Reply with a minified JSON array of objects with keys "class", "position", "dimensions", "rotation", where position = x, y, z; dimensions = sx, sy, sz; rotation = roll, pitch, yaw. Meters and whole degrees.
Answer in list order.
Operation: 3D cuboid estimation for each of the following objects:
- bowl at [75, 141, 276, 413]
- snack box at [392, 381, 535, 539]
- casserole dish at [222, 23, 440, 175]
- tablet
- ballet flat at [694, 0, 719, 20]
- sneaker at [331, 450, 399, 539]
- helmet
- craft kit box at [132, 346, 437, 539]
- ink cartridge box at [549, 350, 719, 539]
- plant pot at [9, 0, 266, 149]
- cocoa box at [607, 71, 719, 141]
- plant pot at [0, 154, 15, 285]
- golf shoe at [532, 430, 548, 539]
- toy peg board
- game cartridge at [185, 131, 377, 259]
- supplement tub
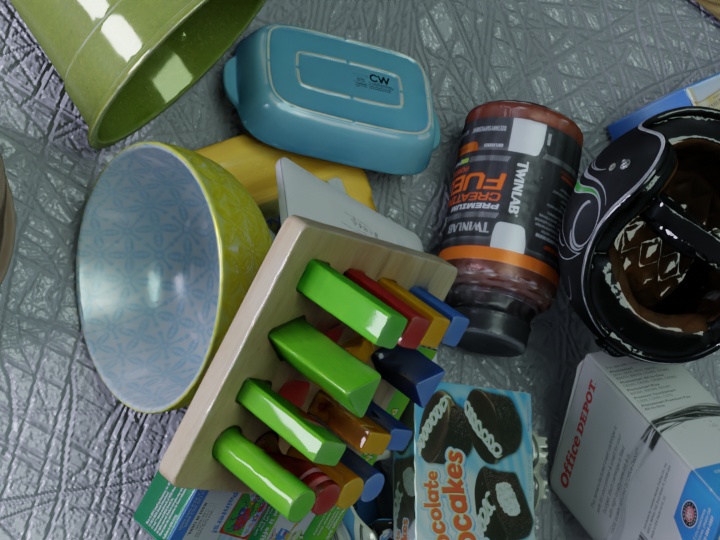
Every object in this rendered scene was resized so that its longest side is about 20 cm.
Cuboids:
[{"class":"bowl","position":[-0.119,0.005,1.442],"dimensions":[0.107,0.199,0.203],"rotation":[-1,79,-39]},{"class":"snack box","position":[0.082,0.192,1.503],"dimensions":[0.115,0.037,0.202],"rotation":[9,72,-30]},{"class":"casserole dish","position":[-0.016,-0.146,1.578],"dimensions":[0.198,0.039,0.122],"rotation":[12,52,-23]},{"class":"tablet","position":[0.000,0.000,1.514],"dimensions":[0.199,0.014,0.131],"rotation":[28,49,-49]},{"class":"ballet flat","position":[0.370,-0.250,1.793],"dimensions":[0.199,0.063,0.069],"rotation":[29,67,-18]},{"class":"sneaker","position":[0.016,0.234,1.519],"dimensions":[0.071,0.072,0.202],"rotation":[-11,85,-28]},{"class":"helmet","position":[0.254,-0.028,1.543],"dimensions":[0.198,0.191,0.202],"rotation":[3,109,8]},{"class":"craft kit box","position":[-0.052,0.119,1.423],"dimensions":[0.197,0.048,0.201],"rotation":[21,101,-53]},{"class":"ink cartridge box","position":[0.249,0.175,1.549],"dimensions":[0.083,0.147,0.200],"rotation":[-8,39,-27]},{"class":"plant pot","position":[-0.197,-0.230,1.466],"dimensions":[0.190,0.200,0.200],"rotation":[46,64,4]},{"class":"cocoa box","position":[0.350,-0.118,1.716],"dimensions":[0.199,0.133,0.132],"rotation":[-23,90,-28]},{"class":"plant pot","position":[-0.326,-0.050,1.357],"dimensions":[0.198,0.174,0.203],"rotation":[6,76,-25]},{"class":"golf shoe","position":[0.105,0.229,1.574],"dimensions":[0.096,0.078,0.202],"rotation":[1,73,-8]},{"class":"toy peg board","position":[-0.006,0.087,1.330],"dimensions":[0.198,0.098,0.201],"rotation":[15,106,-54]},{"class":"game cartridge","position":[-0.058,-0.018,1.557],"dimensions":[0.175,0.032,0.202],"rotation":[-21,90,-28]},{"class":"supplement tub","position":[0.122,-0.033,1.605],"dimensions":[0.106,0.107,0.202],"rotation":[18,72,-21]}]
